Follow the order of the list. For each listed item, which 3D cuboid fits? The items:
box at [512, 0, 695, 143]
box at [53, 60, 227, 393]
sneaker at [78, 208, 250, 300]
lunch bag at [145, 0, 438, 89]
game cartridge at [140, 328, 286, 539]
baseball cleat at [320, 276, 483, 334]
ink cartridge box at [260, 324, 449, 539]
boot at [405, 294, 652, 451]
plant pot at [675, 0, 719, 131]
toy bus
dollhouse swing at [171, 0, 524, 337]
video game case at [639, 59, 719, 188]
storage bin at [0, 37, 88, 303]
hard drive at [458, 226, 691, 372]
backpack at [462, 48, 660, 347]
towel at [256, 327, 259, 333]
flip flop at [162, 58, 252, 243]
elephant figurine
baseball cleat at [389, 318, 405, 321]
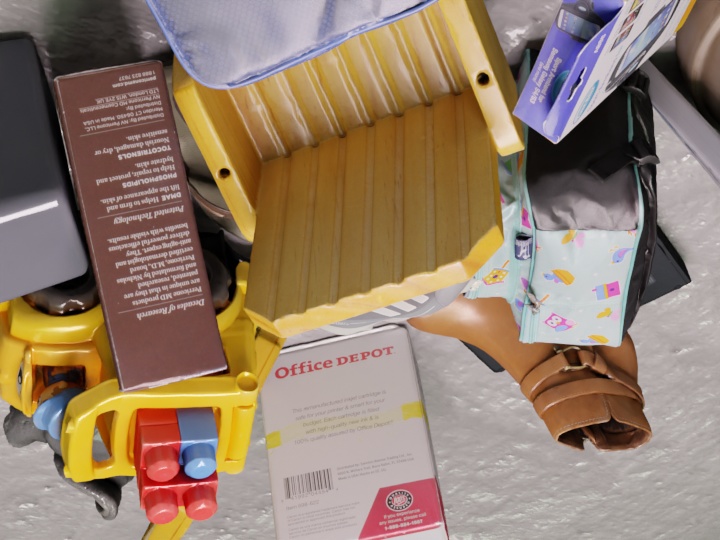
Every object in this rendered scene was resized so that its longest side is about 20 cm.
[{"bbox_3d":[0.166,-0.164,0.844,0.200,0.041,0.119,-40,161,-37],"label":"box"},{"bbox_3d":[-0.143,-0.026,0.874,0.075,0.201,0.100,-11,180,-11],"label":"box"},{"bbox_3d":[-0.142,-0.014,1.061,0.200,0.072,0.083,25,125,-35],"label":"sneaker"},{"bbox_3d":[-0.044,-0.203,0.777,0.199,0.132,0.136,-19,117,15],"label":"lunch bag"},{"bbox_3d":[-0.127,0.151,1.154,0.032,0.177,0.200,29,153,-5],"label":"game cartridge"},{"bbox_3d":[0.000,0.000,0.902,0.106,0.070,0.200,13,153,-29],"label":"baseball cleat"},{"bbox_3d":[-0.006,0.165,1.209,0.144,0.201,0.084,-12,146,5],"label":"ink cartridge box"},{"bbox_3d":[0.135,0.076,1.093,0.199,0.156,0.077,7,138,-22],"label":"boot"},{"bbox_3d":[0.335,-0.117,0.932,0.199,0.174,0.200,-5,144,-4],"label":"plant pot"},{"bbox_3d":[-0.167,0.093,0.973,0.199,0.193,0.136,0,137,-14],"label":"toy bus"},{"bbox_3d":[-0.016,-0.092,0.838,0.199,0.176,0.182,-17,114,18],"label":"dollhouse swing"},{"bbox_3d":[0.285,-0.052,0.987,0.022,0.200,0.182,-41,134,12],"label":"video game case"},{"bbox_3d":[-0.262,-0.068,0.878,0.134,0.200,0.146,-16,142,-8],"label":"storage bin"},{"bbox_3d":[0.171,0.012,1.174,0.199,0.033,0.140,-27,139,19],"label":"hard drive"},{"bbox_3d":[0.143,-0.042,0.989,0.153,0.176,0.200,-6,139,10],"label":"backpack"},{"bbox_3d":[-0.040,0.011,1.155,0.199,0.018,0.086,-19,147,11],"label":"towel"},{"bbox_3d":[-0.099,-0.075,0.996,0.081,0.058,0.200,-16,142,10],"label":"flip flop"},{"bbox_3d":[-0.222,0.147,1.200,0.141,0.156,0.200,-16,138,1],"label":"elephant figurine"},{"bbox_3d":[0.031,-0.022,1.010,0.070,0.107,0.200,-36,-177,-21],"label":"baseball cleat"}]
